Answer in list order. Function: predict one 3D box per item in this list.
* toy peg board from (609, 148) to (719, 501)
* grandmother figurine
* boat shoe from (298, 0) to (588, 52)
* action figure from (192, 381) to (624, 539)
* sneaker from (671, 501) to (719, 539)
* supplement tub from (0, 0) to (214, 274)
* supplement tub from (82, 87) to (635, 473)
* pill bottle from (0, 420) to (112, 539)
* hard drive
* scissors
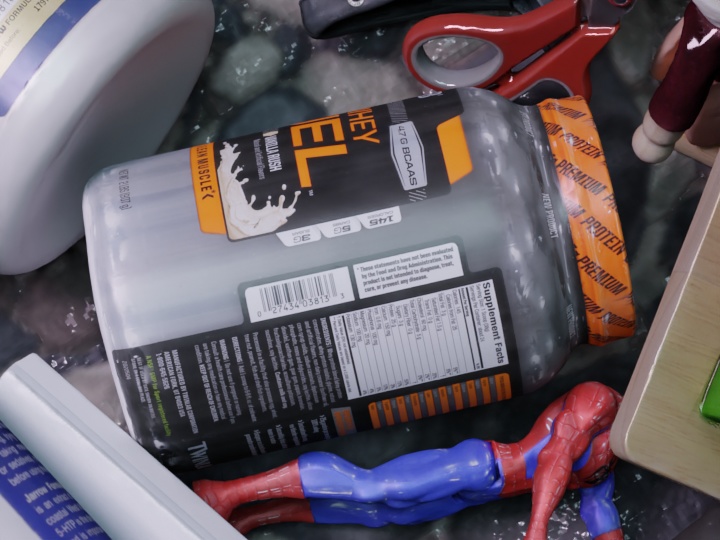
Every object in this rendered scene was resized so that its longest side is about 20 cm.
[{"bbox_3d":[0.219,0.009,1.001,0.199,0.098,0.200,23,86,-14],"label":"toy peg board"},{"bbox_3d":[0.141,-0.093,1.124,0.060,0.200,0.122,28,79,9],"label":"grandmother figurine"},{"bbox_3d":[0.067,-0.119,1.201,0.198,0.075,0.067,1,81,1],"label":"boat shoe"},{"bbox_3d":[0.044,0.105,1.152,0.199,0.065,0.100,-17,69,0],"label":"action figure"},{"bbox_3d":[0.070,0.151,1.096,0.091,0.076,0.200,42,109,5],"label":"sneaker"},{"bbox_3d":[-0.173,-0.110,1.174,0.200,0.144,0.145,38,81,11],"label":"supplement tub"},{"bbox_3d":[0.000,0.000,1.150,0.199,0.123,0.123,-13,76,-1],"label":"supplement tub"},{"bbox_3d":[-0.167,0.102,1.075,0.120,0.120,0.200,-43,82,-7],"label":"pill bottle"},{"bbox_3d":[-0.083,0.143,1.130,0.200,0.027,0.132,40,123,12],"label":"hard drive"},{"bbox_3d":[0.098,-0.099,1.148,0.073,0.199,0.014,44,43,-23],"label":"scissors"}]
